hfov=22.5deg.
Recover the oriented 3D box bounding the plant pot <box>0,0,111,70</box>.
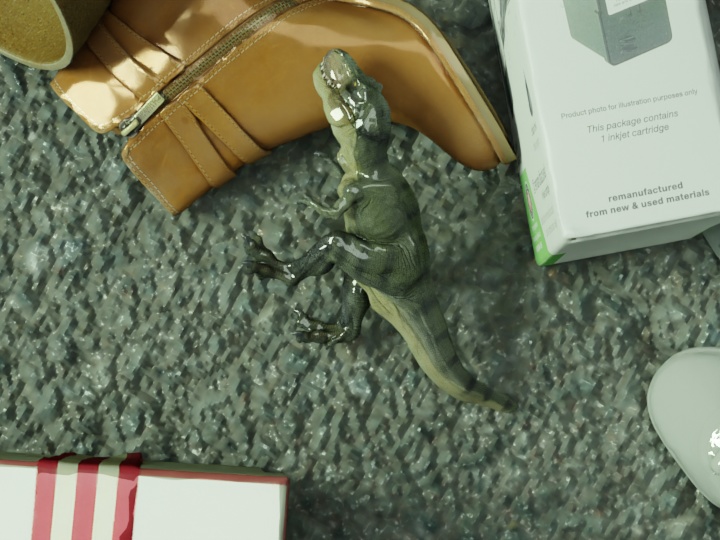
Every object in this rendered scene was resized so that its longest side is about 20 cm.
[{"bbox_3d":[-0.145,-0.230,0.834,0.186,0.186,0.200,36,74,2],"label":"plant pot"}]

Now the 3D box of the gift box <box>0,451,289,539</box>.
[{"bbox_3d":[-0.112,0.176,0.781,0.183,0.187,0.202,-1,85,-6],"label":"gift box"}]

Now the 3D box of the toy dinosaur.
[{"bbox_3d":[0.000,0.000,0.848,0.088,0.048,0.201,-17,116,15],"label":"toy dinosaur"}]

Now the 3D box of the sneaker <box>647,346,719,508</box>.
[{"bbox_3d":[0.200,0.102,0.812,0.200,0.088,0.075,44,106,30],"label":"sneaker"}]

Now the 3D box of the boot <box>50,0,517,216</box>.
[{"bbox_3d":[-0.037,-0.081,0.871,0.200,0.074,0.155,44,94,2],"label":"boot"}]

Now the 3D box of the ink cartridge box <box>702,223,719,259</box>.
[{"bbox_3d":[0.289,-0.014,0.882,0.199,0.057,0.163,-35,86,-23],"label":"ink cartridge box"}]

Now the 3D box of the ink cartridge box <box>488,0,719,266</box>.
[{"bbox_3d":[0.107,-0.112,0.829,0.083,0.146,0.202,-10,86,1],"label":"ink cartridge box"}]
